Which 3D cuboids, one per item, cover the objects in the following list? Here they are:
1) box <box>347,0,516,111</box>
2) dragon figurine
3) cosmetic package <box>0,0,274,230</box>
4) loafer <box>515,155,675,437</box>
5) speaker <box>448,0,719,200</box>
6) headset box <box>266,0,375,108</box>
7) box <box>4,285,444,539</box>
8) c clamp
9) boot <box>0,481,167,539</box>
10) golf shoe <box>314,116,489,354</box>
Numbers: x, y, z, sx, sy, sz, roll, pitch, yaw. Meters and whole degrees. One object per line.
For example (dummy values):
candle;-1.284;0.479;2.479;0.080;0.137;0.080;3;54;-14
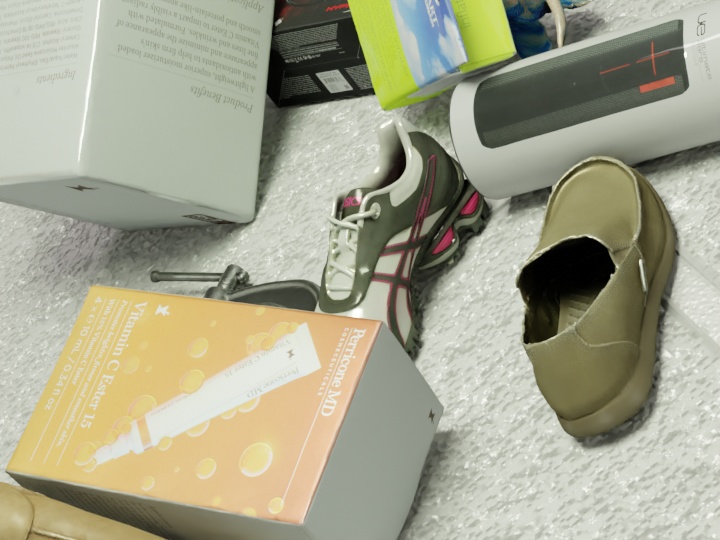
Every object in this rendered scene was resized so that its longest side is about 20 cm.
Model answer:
box;0.040;-0.178;1.226;0.047;0.123;0.200;-17;1;-15
dragon figurine;0.112;-0.176;1.267;0.059;0.099;0.200;-54;36;-1
cosmetic package;-0.177;-0.143;1.373;0.164;0.164;0.202;-1;80;45
loafer;0.127;-0.001;1.051;0.076;0.068;0.201;-23;36;24
speaker;0.156;-0.102;1.138;0.199;0.081;0.082;-14;40;34
headset box;0.012;-0.225;1.439;0.148;0.077;0.201;-3;48;43
box;-0.074;0.093;1.057;0.199;0.098;0.125;6;60;30
c clamp;-0.100;0.068;1.243;0.170;0.027;0.201;-8;42;32
boot;-0.145;0.166;1.034;0.175;0.198;0.067;134;155;-77
golf shoe;0.000;0.000;1.163;0.077;0.088;0.201;-2;49;42
